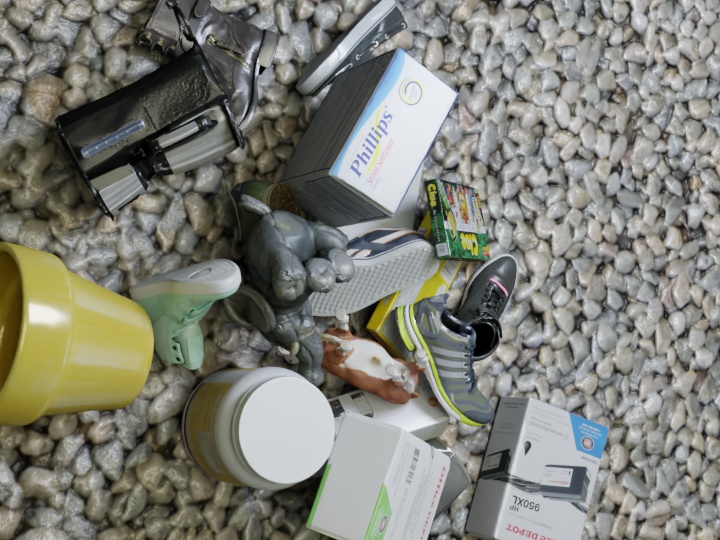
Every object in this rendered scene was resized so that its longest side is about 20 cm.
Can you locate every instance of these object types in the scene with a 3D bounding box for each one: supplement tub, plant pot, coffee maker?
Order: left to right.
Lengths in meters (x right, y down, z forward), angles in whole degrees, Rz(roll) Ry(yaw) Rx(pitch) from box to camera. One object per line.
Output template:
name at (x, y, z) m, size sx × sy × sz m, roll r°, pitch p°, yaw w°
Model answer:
plant pot at (-0.351, 0.084, 1.494) m, size 0.187 × 0.200 × 0.203 m, roll 13°, pitch 80°, yaw -39°
coffee maker at (-0.265, -0.189, 1.568) m, size 0.198 × 0.135 × 0.193 m, roll -26°, pitch 74°, yaw -6°
supplement tub at (-0.126, 0.192, 1.578) m, size 0.144 × 0.200 × 0.147 m, roll 2°, pitch 85°, yaw -25°

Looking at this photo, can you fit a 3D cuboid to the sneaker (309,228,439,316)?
sneaker at (0.000, 0.000, 1.688) m, size 0.198 × 0.080 × 0.079 m, roll -15°, pitch 120°, yaw -12°

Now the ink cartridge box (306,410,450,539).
ink cartridge box at (0.027, 0.270, 1.578) m, size 0.200 × 0.083 × 0.147 m, roll 42°, pitch 65°, yaw -62°

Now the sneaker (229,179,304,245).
sneaker at (-0.112, -0.037, 1.678) m, size 0.067 × 0.089 × 0.202 m, roll -47°, pitch 136°, yaw -34°

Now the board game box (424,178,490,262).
board game box at (0.133, -0.065, 1.747) m, size 0.200 × 0.023 × 0.106 m, roll 0°, pitch 82°, yaw -69°

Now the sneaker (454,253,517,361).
sneaker at (0.179, 0.057, 1.791) m, size 0.071 × 0.099 × 0.201 m, roll 42°, pitch 70°, yaw -15°

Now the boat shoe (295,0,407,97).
boat shoe at (-0.007, -0.296, 1.750) m, size 0.057 × 0.068 × 0.200 m, roll 48°, pitch 66°, yaw -15°

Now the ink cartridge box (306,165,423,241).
ink cartridge box at (0.011, -0.123, 1.753) m, size 0.144 × 0.048 × 0.203 m, roll 13°, pitch 81°, yaw -24°

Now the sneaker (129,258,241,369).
sneaker at (-0.194, 0.056, 1.564) m, size 0.073 × 0.199 × 0.119 m, roll -30°, pitch 103°, yaw -39°

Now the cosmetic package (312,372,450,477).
cosmetic package at (0.014, 0.201, 1.709) m, size 0.198 × 0.051 × 0.083 m, roll -15°, pitch 62°, yaw -26°

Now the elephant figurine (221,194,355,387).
elephant figurine at (-0.098, 0.035, 1.578) m, size 0.140 × 0.201 × 0.156 m, roll 5°, pitch 48°, yaw -23°

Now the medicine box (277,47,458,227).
medicine box at (0.004, -0.161, 1.615) m, size 0.102 × 0.200 × 0.183 m, roll 33°, pitch 76°, yaw -19°

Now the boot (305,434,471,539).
boot at (0.041, 0.295, 1.722) m, size 0.200 × 0.072 × 0.182 m, roll -46°, pitch 118°, yaw -15°

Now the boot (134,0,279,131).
boot at (-0.209, -0.265, 1.659) m, size 0.173 × 0.069 × 0.202 m, roll 23°, pitch 72°, yaw -17°

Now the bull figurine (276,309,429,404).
bull figurine at (-0.008, 0.112, 1.667) m, size 0.198 × 0.122 × 0.066 m, roll 22°, pitch 64°, yaw -6°

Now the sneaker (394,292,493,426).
sneaker at (0.125, 0.119, 1.698) m, size 0.201 × 0.080 × 0.074 m, roll 56°, pitch 23°, yaw -16°

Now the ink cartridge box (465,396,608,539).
ink cartridge box at (0.249, 0.295, 1.813) m, size 0.143 × 0.084 × 0.202 m, roll 21°, pitch 77°, yaw -22°

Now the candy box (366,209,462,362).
candy box at (0.082, 0.020, 1.765) m, size 0.102 × 0.026 × 0.201 m, roll 47°, pitch 65°, yaw -45°
